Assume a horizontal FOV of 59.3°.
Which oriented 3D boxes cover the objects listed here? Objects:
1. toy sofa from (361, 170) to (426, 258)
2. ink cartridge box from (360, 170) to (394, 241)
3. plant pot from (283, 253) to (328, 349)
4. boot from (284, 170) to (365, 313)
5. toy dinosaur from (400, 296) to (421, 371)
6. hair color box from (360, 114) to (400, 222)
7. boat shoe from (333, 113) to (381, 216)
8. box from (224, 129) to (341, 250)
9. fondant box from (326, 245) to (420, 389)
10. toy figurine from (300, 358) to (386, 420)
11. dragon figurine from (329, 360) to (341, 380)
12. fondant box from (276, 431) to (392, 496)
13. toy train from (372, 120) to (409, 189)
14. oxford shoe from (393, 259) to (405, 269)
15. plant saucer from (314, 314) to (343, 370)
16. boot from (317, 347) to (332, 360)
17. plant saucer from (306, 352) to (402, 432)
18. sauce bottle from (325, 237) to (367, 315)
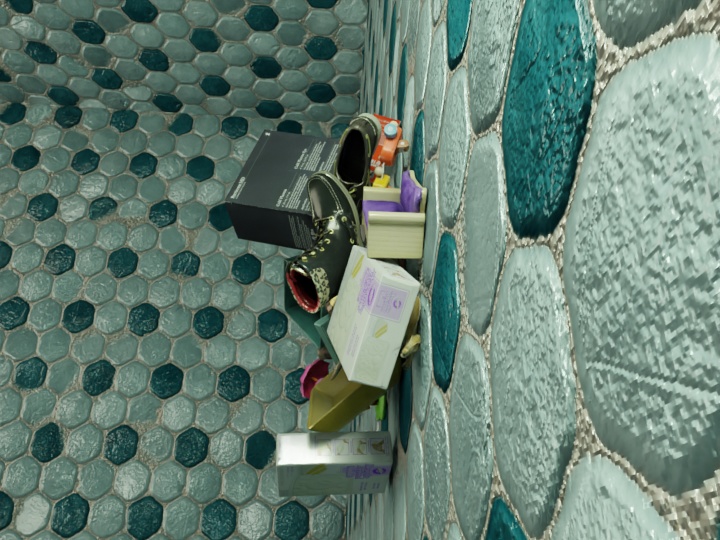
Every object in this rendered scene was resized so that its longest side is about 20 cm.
[{"bbox_3d":[0.046,-0.091,0.951,0.200,0.081,0.100,-96,8,-72],"label":"toy sofa"},{"bbox_3d":[0.035,-0.102,1.304,0.117,0.066,0.202,95,176,-45],"label":"ink cartridge box"},{"bbox_3d":[-0.043,0.034,1.333,0.141,0.198,0.143,40,140,37],"label":"plant pot"},{"bbox_3d":[-0.063,-0.047,1.002,0.153,0.073,0.207,-31,-76,-52],"label":"boot"},{"bbox_3d":[0.063,0.075,0.905,0.201,0.057,0.102,-98,26,-56],"label":"toy dinosaur"},{"bbox_3d":[0.021,-0.197,1.229,0.112,0.063,0.202,96,-169,-48],"label":"hair color box"},{"bbox_3d":[-0.016,-0.166,1.086,0.061,0.071,0.204,-48,-25,-52],"label":"boat shoe"},{"bbox_3d":[-0.126,-0.152,1.187,0.105,0.179,0.202,82,-156,-52],"label":"box"},{"bbox_3d":[0.012,0.057,0.893,0.200,0.057,0.147,-134,60,-72],"label":"fondant box"},{"bbox_3d":[-0.041,0.255,1.373,0.200,0.180,0.153,-104,17,-78],"label":"toy figurine"},{"bbox_3d":[0.010,0.103,1.115,0.058,0.098,0.204,2,77,54],"label":"dragon figurine"},{"bbox_3d":[-0.049,0.343,1.115,0.146,0.195,0.059,96,170,-51],"label":"fondant box"},{"bbox_3d":[0.057,-0.161,1.136,0.201,0.055,0.153,86,-158,-66],"label":"toy train"},{"bbox_3d":[0.034,0.043,1.055,0.071,0.073,0.203,100,179,-52],"label":"oxford shoe"},{"bbox_3d":[-0.015,0.173,1.234,0.203,0.069,0.019,63,162,-9],"label":"plant saucer"},{"bbox_3d":[-0.022,0.164,1.355,0.200,0.143,0.072,-77,-27,-76],"label":"boot"},{"bbox_3d":[-0.003,0.198,1.119,0.049,0.199,0.200,50,-176,-8],"label":"plant saucer"},{"bbox_3d":[0.000,0.000,1.160,0.202,0.064,0.065,-61,15,26],"label":"sauce bottle"}]
